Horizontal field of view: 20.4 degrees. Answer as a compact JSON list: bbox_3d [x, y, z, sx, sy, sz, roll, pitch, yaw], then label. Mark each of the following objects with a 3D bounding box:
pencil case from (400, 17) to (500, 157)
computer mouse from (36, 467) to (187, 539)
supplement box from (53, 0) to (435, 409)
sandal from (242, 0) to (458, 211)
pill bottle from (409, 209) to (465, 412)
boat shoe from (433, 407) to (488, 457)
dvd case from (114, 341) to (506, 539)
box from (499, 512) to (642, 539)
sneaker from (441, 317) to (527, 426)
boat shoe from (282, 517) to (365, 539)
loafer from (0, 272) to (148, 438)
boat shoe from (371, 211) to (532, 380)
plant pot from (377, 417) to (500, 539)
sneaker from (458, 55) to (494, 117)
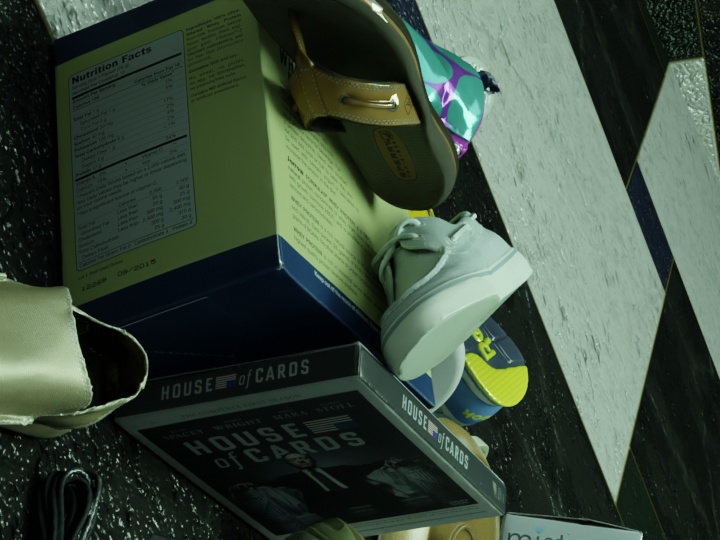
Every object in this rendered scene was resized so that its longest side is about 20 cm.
[{"bbox_3d":[-0.003,-0.131,1.265,0.199,0.085,0.093,27,19,-44],"label":"pencil case"},{"bbox_3d":[-0.077,0.183,0.958,0.200,0.046,0.141,39,33,-21],"label":"computer mouse"},{"bbox_3d":[-0.066,-0.027,1.142,0.200,0.133,0.201,44,33,-54],"label":"supplement box"},{"bbox_3d":[-0.007,-0.091,1.075,0.055,0.081,0.201,-66,146,-31],"label":"sandal"},{"bbox_3d":[0.000,0.000,1.320,0.115,0.113,0.201,56,14,-38],"label":"pill bottle"},{"bbox_3d":[0.025,0.114,1.384,0.066,0.075,0.199,43,15,23],"label":"boat shoe"},{"bbox_3d":[-0.024,0.102,1.116,0.200,0.149,0.025,45,40,-52],"label":"dvd case"},{"bbox_3d":[0.123,0.278,1.301,0.201,0.096,0.178,82,17,-62],"label":"box"},{"bbox_3d":[0.039,0.033,1.500,0.074,0.082,0.201,-23,76,-44],"label":"sneaker"},{"bbox_3d":[-0.009,0.179,1.067,0.200,0.063,0.074,-160,-124,-69],"label":"boat shoe"},{"bbox_3d":[-0.163,0.035,0.913,0.200,0.067,0.077,12,61,-69],"label":"loafer"},{"bbox_3d":[0.039,0.006,1.116,0.072,0.070,0.201,46,18,6],"label":"boat shoe"},{"bbox_3d":[0.056,0.200,1.330,0.200,0.027,0.202,4,90,-68],"label":"plant pot"},{"bbox_3d":[0.007,-0.108,1.548,0.200,0.104,0.076,-32,110,-41],"label":"sneaker"}]
